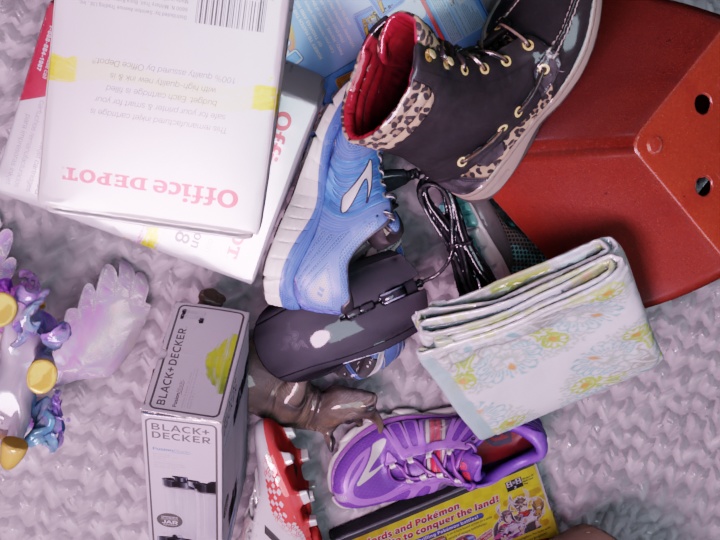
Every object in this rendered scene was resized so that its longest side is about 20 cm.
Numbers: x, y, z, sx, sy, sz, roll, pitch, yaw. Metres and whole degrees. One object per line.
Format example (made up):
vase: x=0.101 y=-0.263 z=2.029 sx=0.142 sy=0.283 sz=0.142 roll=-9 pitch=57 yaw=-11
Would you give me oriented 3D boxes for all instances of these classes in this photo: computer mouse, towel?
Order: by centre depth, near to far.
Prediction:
computer mouse: x=0.000 y=0.000 z=1.011 sx=0.199 sy=0.046 sz=0.141 roll=-19 pitch=90 yaw=2
towel: x=0.143 y=0.060 z=1.017 sx=0.171 sy=0.048 sz=0.200 roll=-21 pitch=147 yaw=10

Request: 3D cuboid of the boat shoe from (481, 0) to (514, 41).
boat shoe: x=0.166 y=-0.250 z=1.039 sx=0.074 sy=0.062 sz=0.201 roll=34 pitch=79 yaw=-23

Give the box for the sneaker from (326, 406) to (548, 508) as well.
sneaker: x=0.068 y=0.160 z=1.126 sx=0.199 sy=0.083 sz=0.081 roll=-17 pitch=107 yaw=-6

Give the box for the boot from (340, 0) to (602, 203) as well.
boot: x=0.080 y=-0.153 z=0.931 sx=0.150 sy=0.073 sz=0.200 roll=15 pitch=113 yaw=-45

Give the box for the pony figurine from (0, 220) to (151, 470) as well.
pony figurine: x=-0.261 y=0.063 z=0.995 sx=0.166 sy=0.200 sz=0.194 roll=20 pitch=84 yaw=-9

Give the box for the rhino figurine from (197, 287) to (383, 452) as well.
rhino figurine: x=-0.066 y=0.094 z=1.090 sx=0.199 sy=0.060 sz=0.088 roll=26 pitch=121 yaw=-18

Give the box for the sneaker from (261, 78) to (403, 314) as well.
sneaker: x=-0.004 y=-0.057 z=0.981 sx=0.089 sy=0.079 sz=0.201 roll=19 pitch=80 yaw=3

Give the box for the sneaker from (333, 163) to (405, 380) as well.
sneaker: x=0.001 y=-0.012 z=1.082 sx=0.075 sy=0.077 sz=0.201 roll=1 pitch=93 yaw=33

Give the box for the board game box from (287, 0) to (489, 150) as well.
board game box: x=-0.011 y=-0.205 z=1.040 sx=0.200 sy=0.037 sz=0.152 roll=-31 pitch=108 yaw=-3

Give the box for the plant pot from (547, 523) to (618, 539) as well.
plant pot: x=0.171 y=0.320 z=1.122 sx=0.174 sy=0.200 sz=0.201 roll=-39 pitch=109 yaw=-19

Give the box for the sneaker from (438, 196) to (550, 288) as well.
sneaker: x=0.142 y=-0.007 z=1.114 sx=0.091 sy=0.078 sz=0.200 roll=-40 pitch=114 yaw=-14

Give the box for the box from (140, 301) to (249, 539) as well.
box: x=-0.127 y=0.136 z=1.014 sx=0.060 sy=0.117 sz=0.201 roll=8 pitch=132 yaw=2

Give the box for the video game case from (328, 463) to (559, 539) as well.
video game case: x=0.093 y=0.282 z=1.193 sx=0.199 sy=0.026 sz=0.181 roll=-21 pitch=108 yaw=-5

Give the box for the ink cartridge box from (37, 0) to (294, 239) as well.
ink cartridge box: x=-0.122 y=-0.133 z=0.834 sx=0.144 sy=0.083 sz=0.201 roll=8 pitch=101 yaw=-3

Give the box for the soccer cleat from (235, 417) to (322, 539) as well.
soccer cleat: x=-0.074 y=0.214 z=1.102 sx=0.085 sy=0.069 sz=0.201 roll=-12 pitch=121 yaw=6

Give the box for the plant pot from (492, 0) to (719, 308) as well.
plant pot: x=0.240 y=-0.095 z=1.021 sx=0.200 sy=0.176 sz=0.200 roll=46 pitch=74 yaw=-19

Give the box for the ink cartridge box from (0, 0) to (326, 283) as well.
ink cartridge box: x=-0.140 y=-0.104 z=0.959 sx=0.199 sy=0.145 sz=0.146 roll=20 pitch=105 yaw=-6
